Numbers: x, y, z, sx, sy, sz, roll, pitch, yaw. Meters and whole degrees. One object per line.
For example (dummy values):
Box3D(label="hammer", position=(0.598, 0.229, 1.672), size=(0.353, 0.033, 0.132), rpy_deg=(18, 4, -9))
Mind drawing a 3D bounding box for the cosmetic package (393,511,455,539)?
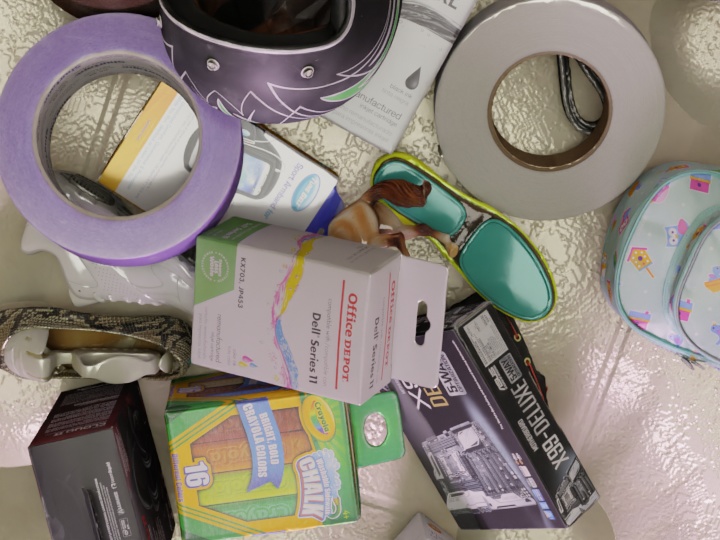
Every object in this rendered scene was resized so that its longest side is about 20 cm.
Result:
Box3D(label="cosmetic package", position=(0.118, 0.306, 1.547), size=(0.200, 0.083, 0.051), rpy_deg=(40, 93, -9))

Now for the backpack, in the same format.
Box3D(label="backpack", position=(0.311, -0.001, 1.471), size=(0.200, 0.153, 0.176), rpy_deg=(20, 104, 1))

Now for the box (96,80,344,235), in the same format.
Box3D(label="box", position=(-0.114, -0.075, 1.491), size=(0.200, 0.041, 0.119), rpy_deg=(33, 96, -10))

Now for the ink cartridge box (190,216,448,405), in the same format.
Box3D(label="ink cartridge box", position=(-0.035, 0.036, 1.393), size=(0.200, 0.067, 0.117), rpy_deg=(12, 110, 22))

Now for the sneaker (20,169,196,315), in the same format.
Box3D(label="sneaker", position=(-0.205, -0.001, 1.488), size=(0.200, 0.078, 0.099), rpy_deg=(33, 103, 1))

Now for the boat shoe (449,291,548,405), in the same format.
Box3D(label="boat shoe", position=(0.141, 0.111, 1.515), size=(0.063, 0.074, 0.202), rpy_deg=(-34, 99, -26))

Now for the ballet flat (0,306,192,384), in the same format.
Box3D(label="ballet flat", position=(-0.244, 0.070, 1.487), size=(0.199, 0.075, 0.068), rpy_deg=(2, 118, -3))

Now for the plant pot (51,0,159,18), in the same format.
Box3D(label="plant pot", position=(-0.198, -0.284, 1.369), size=(0.186, 0.200, 0.187), rpy_deg=(-1, 100, -3))

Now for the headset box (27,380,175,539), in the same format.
Box3D(label="headset box", position=(-0.217, 0.188, 1.449), size=(0.077, 0.200, 0.149), rpy_deg=(-14, 99, 0))

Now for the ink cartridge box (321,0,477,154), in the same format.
Box3D(label="ink cartridge box", position=(0.011, -0.222, 1.448), size=(0.145, 0.083, 0.200), rpy_deg=(28, 98, -6))

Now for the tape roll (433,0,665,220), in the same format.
Box3D(label="tape roll", position=(0.161, -0.142, 1.472), size=(0.202, 0.037, 0.203), rpy_deg=(0, 112, 0))

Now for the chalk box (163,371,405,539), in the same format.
Box3D(label="chalk box", position=(-0.062, 0.151, 1.488), size=(0.199, 0.124, 0.125), rpy_deg=(-8, 100, -1))

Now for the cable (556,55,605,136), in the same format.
Box3D(label="cable", position=(0.178, -0.213, 1.475), size=(0.097, 0.050, 0.201), rpy_deg=(-5, 100, -5))

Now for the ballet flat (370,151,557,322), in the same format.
Box3D(label="ballet flat", position=(0.093, -0.035, 1.491), size=(0.200, 0.067, 0.067), rpy_deg=(40, 102, -1))

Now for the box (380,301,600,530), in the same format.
Box3D(label="box", position=(0.099, 0.129, 1.478), size=(0.050, 0.158, 0.200), rpy_deg=(-36, 102, -31))

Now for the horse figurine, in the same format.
Box3D(label="horse figurine", position=(0.000, 0.000, 1.451), size=(0.132, 0.050, 0.200), rpy_deg=(35, 105, 32))

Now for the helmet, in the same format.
Box3D(label="helmet", position=(-0.061, -0.207, 1.306), size=(0.200, 0.200, 0.191), rpy_deg=(17, 98, -6))

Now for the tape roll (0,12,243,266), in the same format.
Box3D(label="tape roll", position=(-0.196, -0.105, 1.405), size=(0.199, 0.085, 0.201), rpy_deg=(0, 85, -2))
